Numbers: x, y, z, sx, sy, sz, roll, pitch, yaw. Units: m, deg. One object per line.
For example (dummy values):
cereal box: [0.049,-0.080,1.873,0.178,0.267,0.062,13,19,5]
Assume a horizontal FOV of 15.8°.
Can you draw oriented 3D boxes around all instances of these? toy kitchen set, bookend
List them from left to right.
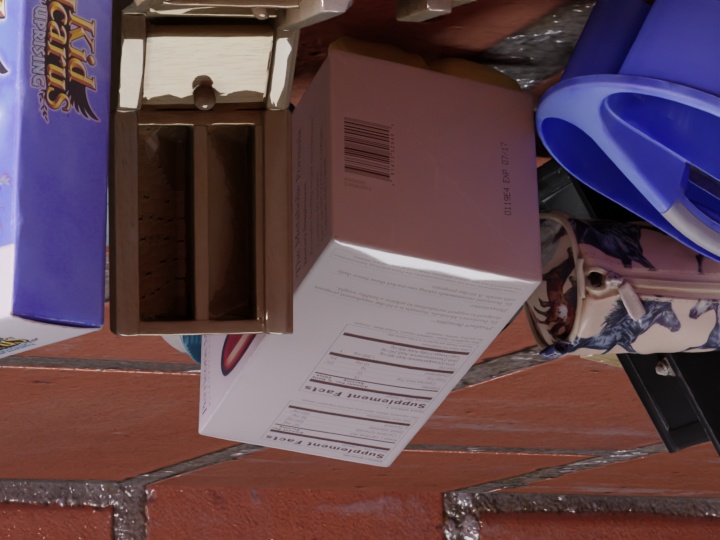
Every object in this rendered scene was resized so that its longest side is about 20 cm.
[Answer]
toy kitchen set: [-0.017,-0.061,1.075,0.162,0.182,0.200,-1,-178,-10]
bookend: [0.163,0.020,1.503,0.092,0.200,0.200,-28,179,-20]

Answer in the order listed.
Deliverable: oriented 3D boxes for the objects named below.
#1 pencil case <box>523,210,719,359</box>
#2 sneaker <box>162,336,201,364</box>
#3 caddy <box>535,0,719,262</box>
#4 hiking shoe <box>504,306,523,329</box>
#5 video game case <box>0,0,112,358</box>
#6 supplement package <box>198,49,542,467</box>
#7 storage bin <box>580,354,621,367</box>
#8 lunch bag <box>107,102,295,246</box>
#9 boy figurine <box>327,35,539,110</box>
pencil case: [0.183,0.008,1.358,0.198,0.078,0.089,1,-168,-18]
sneaker: [-0.101,0.002,1.531,0.080,0.077,0.200,29,-175,5]
caddy: [0.180,-0.058,1.244,0.199,0.106,0.141,29,160,-21]
hiking shoe: [0.036,0.010,1.618,0.199,0.075,0.087,-17,151,-32]
video game case: [-0.166,-0.062,1.064,0.045,0.202,0.181,9,165,-36]
supplement package: [0.000,0.000,1.298,0.109,0.114,0.200,11,145,-18]
storage bin: [0.283,0.017,1.834,0.199,0.095,0.198,-8,168,32]
lunch bag: [-0.134,-0.066,1.365,0.160,0.083,0.199,-5,168,35]
boy figurine: [0.040,-0.064,1.377,0.124,0.065,0.200,-35,145,0]
